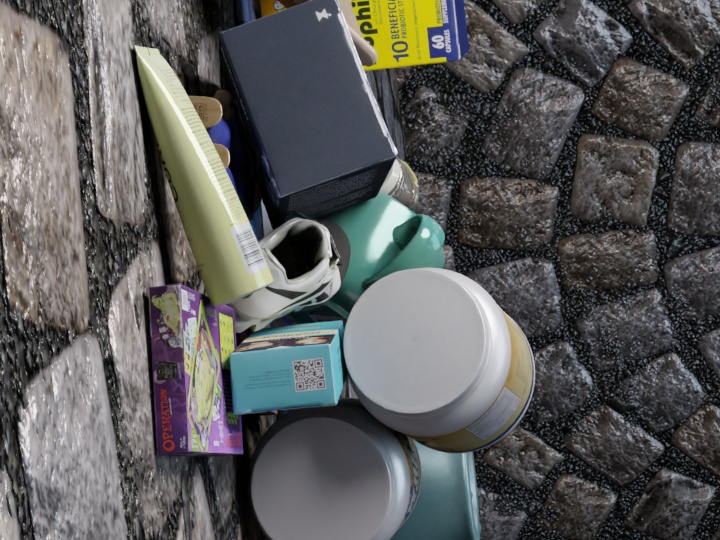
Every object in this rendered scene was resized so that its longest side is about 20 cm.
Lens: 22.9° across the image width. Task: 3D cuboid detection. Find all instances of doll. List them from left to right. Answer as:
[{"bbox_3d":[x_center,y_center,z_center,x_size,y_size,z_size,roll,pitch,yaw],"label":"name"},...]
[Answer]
[{"bbox_3d":[-0.112,-0.087,1.484,0.200,0.048,0.137,62,18,-74],"label":"doll"}]

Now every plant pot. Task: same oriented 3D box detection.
[{"bbox_3d":[0.024,0.227,1.799,0.200,0.187,0.201,-5,90,-84],"label":"plant pot"}]

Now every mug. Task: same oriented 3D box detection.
[{"bbox_3d":[-0.009,-0.003,1.677,0.115,0.152,0.185,-59,170,-23],"label":"mug"}]

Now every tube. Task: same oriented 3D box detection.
[{"bbox_3d":[-0.124,-0.074,1.332,0.058,0.052,0.201,-15,-83,56],"label":"tube"}]

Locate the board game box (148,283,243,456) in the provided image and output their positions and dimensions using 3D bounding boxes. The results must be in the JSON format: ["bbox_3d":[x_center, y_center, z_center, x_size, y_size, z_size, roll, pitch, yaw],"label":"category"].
[{"bbox_3d":[-0.122,0.080,1.339,0.200,0.032,0.121,45,37,-80],"label":"board game box"}]

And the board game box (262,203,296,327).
[{"bbox_3d":[-0.067,-0.002,1.850,0.200,0.041,0.201,-55,138,-80],"label":"board game box"}]

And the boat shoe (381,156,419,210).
[{"bbox_3d":[-0.009,-0.116,1.865,0.060,0.072,0.202,35,3,-40],"label":"boat shoe"}]

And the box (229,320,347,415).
[{"bbox_3d":[-0.056,0.078,1.467,0.200,0.082,0.049,-63,147,-86],"label":"box"}]

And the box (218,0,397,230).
[{"bbox_3d":[-0.049,-0.131,1.540,0.200,0.107,0.149,119,-49,-81],"label":"box"}]

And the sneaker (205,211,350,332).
[{"bbox_3d":[-0.045,-0.011,1.518,0.074,0.088,0.200,49,31,3],"label":"sneaker"}]

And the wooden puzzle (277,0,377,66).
[{"bbox_3d":[-0.071,-0.284,1.633,0.185,0.037,0.200,39,18,-37],"label":"wooden puzzle"}]

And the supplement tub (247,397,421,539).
[{"bbox_3d":[-0.023,0.189,1.604,0.200,0.144,0.145,18,66,-83],"label":"supplement tub"}]

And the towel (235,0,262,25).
[{"bbox_3d":[-0.109,-0.314,1.848,0.147,0.024,0.201,64,21,-70],"label":"towel"}]

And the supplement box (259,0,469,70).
[{"bbox_3d":[0.005,-0.264,1.831,0.110,0.199,0.109,-53,137,-75],"label":"supplement box"}]

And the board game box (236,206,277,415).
[{"bbox_3d":[-0.100,0.029,1.622,0.103,0.019,0.201,43,41,-78],"label":"board game box"}]

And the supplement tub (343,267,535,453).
[{"bbox_3d":[0.068,0.078,1.551,0.200,0.144,0.145,39,44,-70],"label":"supplement tub"}]
